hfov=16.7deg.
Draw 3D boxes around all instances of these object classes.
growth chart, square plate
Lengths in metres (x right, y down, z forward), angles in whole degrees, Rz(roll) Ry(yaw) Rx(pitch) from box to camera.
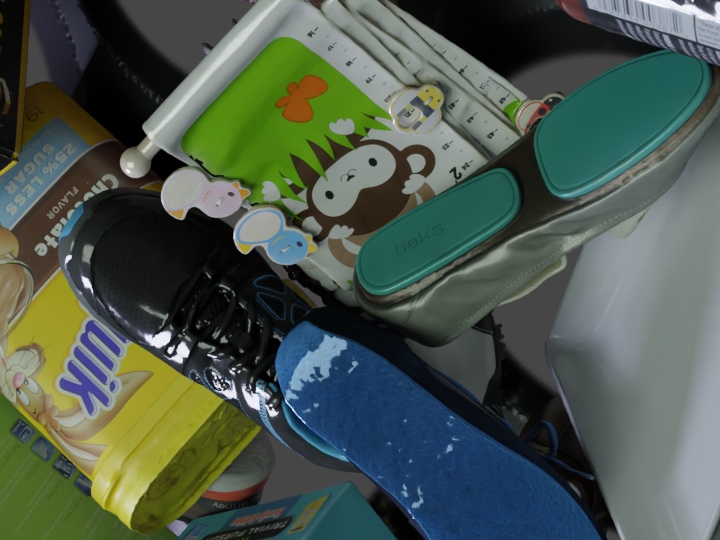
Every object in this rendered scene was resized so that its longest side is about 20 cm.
[{"bbox_3d":[0.003,-0.054,1.101,0.145,0.200,0.018,-53,33,18],"label":"growth chart"},{"bbox_3d":[0.146,0.018,1.063,0.198,0.028,0.200,-108,32,-52],"label":"square plate"}]

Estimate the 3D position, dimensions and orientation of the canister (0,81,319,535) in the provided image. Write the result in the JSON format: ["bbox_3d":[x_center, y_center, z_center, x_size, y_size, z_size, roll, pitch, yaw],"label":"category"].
[{"bbox_3d":[-0.136,0.016,1.266,0.200,0.087,0.149,41,88,17],"label":"canister"}]

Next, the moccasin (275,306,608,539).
[{"bbox_3d":[0.050,0.083,1.109,0.080,0.068,0.200,-38,102,18],"label":"moccasin"}]

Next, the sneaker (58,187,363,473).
[{"bbox_3d":[-0.051,0.029,1.151,0.200,0.073,0.082,35,176,-21],"label":"sneaker"}]

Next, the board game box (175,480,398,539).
[{"bbox_3d":[0.001,0.206,1.261,0.200,0.047,0.151,51,145,-14],"label":"board game box"}]

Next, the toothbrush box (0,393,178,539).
[{"bbox_3d":[-0.189,0.169,1.291,0.200,0.146,0.086,39,135,-8],"label":"toothbrush box"}]

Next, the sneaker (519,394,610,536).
[{"bbox_3d":[0.084,0.156,1.211,0.070,0.076,0.200,18,120,28],"label":"sneaker"}]

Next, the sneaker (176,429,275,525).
[{"bbox_3d":[-0.141,0.094,1.348,0.200,0.077,0.082,28,131,23],"label":"sneaker"}]

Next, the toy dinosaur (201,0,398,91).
[{"bbox_3d":[-0.040,-0.148,1.119,0.200,0.086,0.136,44,105,17],"label":"toy dinosaur"}]

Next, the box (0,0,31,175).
[{"bbox_3d":[-0.230,-0.113,1.253,0.160,0.049,0.200,-34,46,41],"label":"box"}]

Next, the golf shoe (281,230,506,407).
[{"bbox_3d":[0.000,0.000,1.189,0.078,0.094,0.200,-20,100,39],"label":"golf shoe"}]

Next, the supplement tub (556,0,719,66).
[{"bbox_3d":[0.183,-0.126,0.991,0.200,0.107,0.107,20,121,26],"label":"supplement tub"}]

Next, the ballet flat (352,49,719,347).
[{"bbox_3d":[0.087,-0.030,1.086,0.200,0.067,0.064,-32,134,22],"label":"ballet flat"}]
